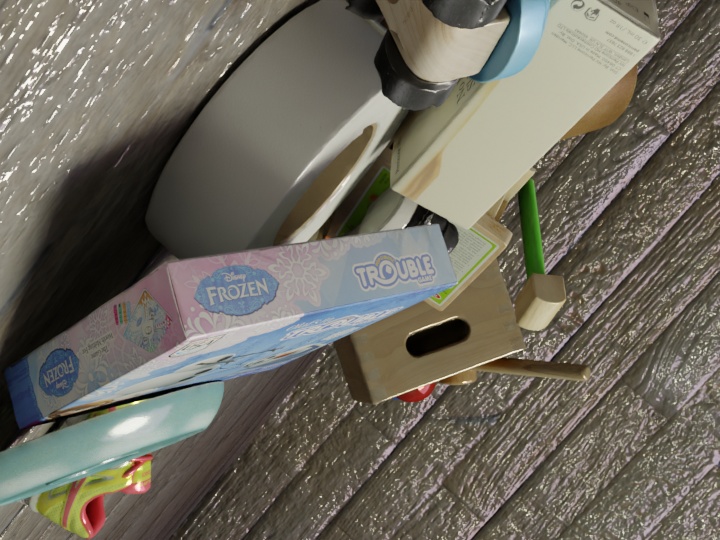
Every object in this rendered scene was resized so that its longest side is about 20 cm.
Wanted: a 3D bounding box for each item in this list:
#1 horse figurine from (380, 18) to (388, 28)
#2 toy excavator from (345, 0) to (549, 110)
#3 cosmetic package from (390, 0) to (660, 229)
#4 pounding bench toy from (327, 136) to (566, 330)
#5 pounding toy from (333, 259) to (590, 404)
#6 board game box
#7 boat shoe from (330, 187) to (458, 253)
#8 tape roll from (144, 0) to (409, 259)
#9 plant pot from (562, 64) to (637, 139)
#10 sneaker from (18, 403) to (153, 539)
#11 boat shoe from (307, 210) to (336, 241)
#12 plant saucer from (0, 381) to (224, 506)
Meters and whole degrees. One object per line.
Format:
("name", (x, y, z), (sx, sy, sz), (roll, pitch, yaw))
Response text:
("horse figurine", (0.043, -0.186, 0.765), (0.201, 0.050, 0.133), (-52, -179, -1))
("toy excavator", (0.082, -0.204, 0.576), (0.198, 0.196, 0.100), (-15, 161, -23))
("cosmetic package", (0.102, -0.132, 0.682), (0.200, 0.071, 0.106), (-47, -155, 41))
("pounding bench toy", (0.101, -0.062, 0.853), (0.157, 0.199, 0.124), (-59, -177, -34))
("pounding toy", (0.085, 0.069, 0.996), (0.198, 0.144, 0.184), (-18, 177, -9))
("board game box", (-0.077, 0.034, 0.607), (0.199, 0.044, 0.198), (-10, 167, -44))
("boat shoe", (0.000, 0.000, 0.806), (0.200, 0.060, 0.074), (-38, -158, 44))
("tape roll", (-0.046, -0.077, 0.663), (0.203, 0.071, 0.202), (-49, 175, -6))
("plant pot", (0.180, -0.215, 1.154), (0.199, 0.187, 0.187), (-29, 165, -33))
("sneaker", (-0.194, 0.134, 0.831), (0.201, 0.090, 0.078), (-52, 173, 15))
("boat shoe", (-0.059, -0.045, 0.805), (0.074, 0.069, 0.201), (124, -13, -48))
("plant saucer", (-0.181, 0.121, 0.680), (0.198, 0.028, 0.200), (-20, 173, -3))
